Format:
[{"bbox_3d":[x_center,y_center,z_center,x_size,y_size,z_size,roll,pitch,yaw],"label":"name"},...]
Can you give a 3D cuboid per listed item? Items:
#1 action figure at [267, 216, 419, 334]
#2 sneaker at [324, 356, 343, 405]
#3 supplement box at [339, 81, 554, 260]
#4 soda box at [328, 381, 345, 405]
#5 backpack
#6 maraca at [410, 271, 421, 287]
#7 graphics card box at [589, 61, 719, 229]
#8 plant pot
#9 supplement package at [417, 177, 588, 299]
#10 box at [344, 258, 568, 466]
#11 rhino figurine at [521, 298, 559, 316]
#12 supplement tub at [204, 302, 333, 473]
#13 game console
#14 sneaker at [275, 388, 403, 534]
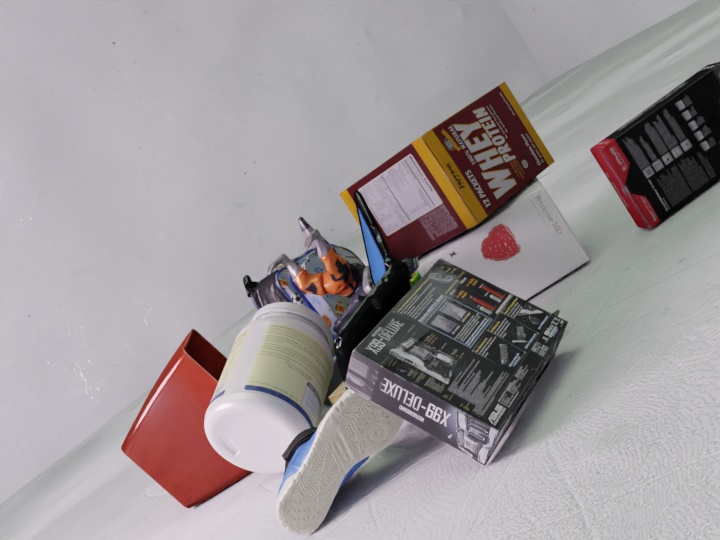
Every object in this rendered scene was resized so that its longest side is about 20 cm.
[{"bbox_3d":[0.000,0.000,1.273,0.200,0.193,0.105,-41,31,42],"label":"action figure"},{"bbox_3d":[-0.003,0.136,1.385,0.080,0.071,0.200,-37,7,-38],"label":"sneaker"},{"bbox_3d":[0.119,-0.129,1.323,0.197,0.133,0.200,-37,5,-38],"label":"supplement box"},{"bbox_3d":[0.048,0.126,1.246,0.068,0.064,0.200,-27,12,44],"label":"soda box"},{"bbox_3d":[-0.058,0.045,1.526,0.154,0.201,0.190,-29,6,32],"label":"backpack"},{"bbox_3d":[0.082,0.040,1.425,0.200,0.106,0.138,-44,-27,-59],"label":"maraca"},{"bbox_3d":[0.409,-0.160,1.221,0.199,0.126,0.051,-36,7,-2],"label":"graphics card box"},{"bbox_3d":[-0.243,0.232,1.430,0.176,0.200,0.200,-47,8,0],"label":"plant pot"},{"bbox_3d":[0.191,-0.021,1.308,0.199,0.122,0.120,-34,7,12],"label":"supplement package"},{"bbox_3d":[0.100,0.082,0.957,0.200,0.157,0.050,-44,-25,-48],"label":"box"},{"bbox_3d":[0.138,0.092,1.089,0.199,0.060,0.088,-31,12,12],"label":"rhino figurine"},{"bbox_3d":[-0.116,0.154,1.289,0.144,0.145,0.201,-29,28,33],"label":"supplement tub"},{"bbox_3d":[0.001,0.047,1.081,0.176,0.116,0.201,-51,-27,-23],"label":"game console"},{"bbox_3d":[-0.023,0.183,1.039,0.201,0.076,0.111,-56,8,6],"label":"sneaker"}]
